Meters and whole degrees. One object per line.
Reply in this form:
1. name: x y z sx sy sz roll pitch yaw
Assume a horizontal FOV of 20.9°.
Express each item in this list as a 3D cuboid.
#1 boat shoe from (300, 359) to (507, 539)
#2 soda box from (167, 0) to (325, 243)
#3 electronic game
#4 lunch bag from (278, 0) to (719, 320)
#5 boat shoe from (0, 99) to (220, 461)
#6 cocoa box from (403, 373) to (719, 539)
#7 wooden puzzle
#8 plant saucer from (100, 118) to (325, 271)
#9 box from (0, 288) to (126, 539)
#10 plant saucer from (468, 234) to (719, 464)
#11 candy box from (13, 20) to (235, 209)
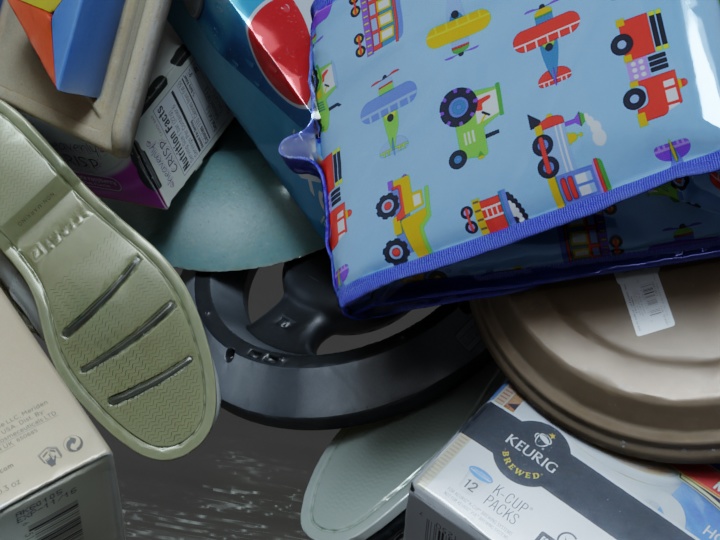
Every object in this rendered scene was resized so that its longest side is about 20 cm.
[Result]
1. boat shoe: 0.050 0.073 0.936 0.075 0.061 0.200 16 53 46
2. soda box: -0.024 -0.094 0.916 0.064 0.068 0.200 -30 76 -26
3. electronic game: 0.000 0.000 0.974 0.199 0.042 0.201 -14 41 12
4. lunch bag: 0.059 -0.070 0.816 0.199 0.094 0.151 -14 65 15
5. boat shoe: -0.133 0.004 0.945 0.075 0.068 0.200 -34 84 -7
6. cocoa box: 0.132 0.138 0.845 0.200 0.134 0.131 34 59 22
7. wooden puzzle: -0.150 -0.167 0.920 0.046 0.186 0.200 6 14 -44
8. plant saucer: -0.049 -0.084 1.023 0.200 0.039 0.202 -12 43 12
9. box: -0.195 0.055 0.925 0.077 0.095 0.200 -27 60 -20
10. plant saucer: 0.141 -0.016 0.830 0.199 0.030 0.201 -5 63 9
11. candy box: -0.109 -0.129 1.021 0.136 0.061 0.200 12 52 34
